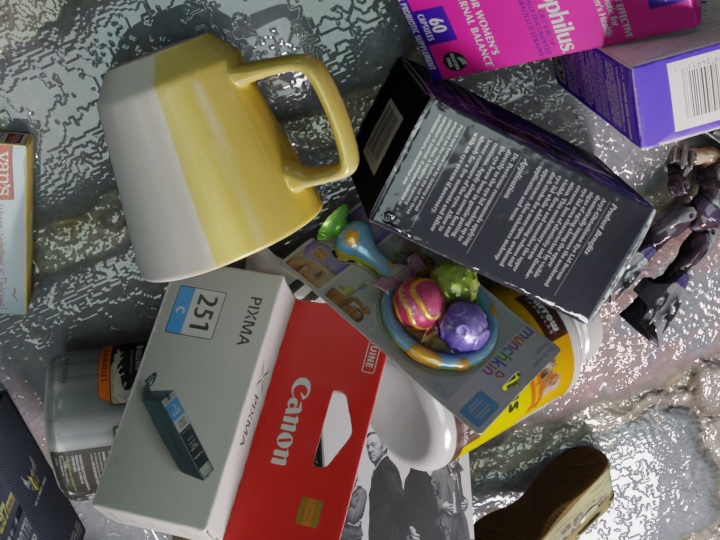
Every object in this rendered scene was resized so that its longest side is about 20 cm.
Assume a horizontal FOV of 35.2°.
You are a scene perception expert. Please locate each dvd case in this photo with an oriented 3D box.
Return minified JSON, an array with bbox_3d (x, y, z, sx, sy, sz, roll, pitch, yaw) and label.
[{"bbox_3d":[0.027,0.147,0.948,0.149,0.025,0.202,-1,84,-33],"label":"dvd case"}]

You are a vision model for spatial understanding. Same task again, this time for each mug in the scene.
[{"bbox_3d":[-0.107,-0.099,0.853,0.185,0.149,0.154,-22,104,-3],"label":"mug"}]

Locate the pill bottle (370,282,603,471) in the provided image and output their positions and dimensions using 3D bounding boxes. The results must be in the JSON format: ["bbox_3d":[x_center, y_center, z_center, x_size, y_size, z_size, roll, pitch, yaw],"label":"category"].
[{"bbox_3d":[0.104,0.075,0.926,0.199,0.109,0.110,-24,117,-32],"label":"pill bottle"}]

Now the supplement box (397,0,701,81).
[{"bbox_3d":[0.131,-0.219,0.795,0.198,0.104,0.101,-9,134,26],"label":"supplement box"}]

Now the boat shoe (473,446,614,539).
[{"bbox_3d":[0.158,0.244,1.028,0.199,0.073,0.063,-35,121,-17],"label":"boat shoe"}]

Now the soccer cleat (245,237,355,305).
[{"bbox_3d":[0.000,0.000,0.940,0.198,0.069,0.086,-7,84,-13],"label":"soccer cleat"}]

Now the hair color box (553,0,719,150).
[{"bbox_3d":[0.218,-0.155,0.832,0.108,0.200,0.065,-15,115,-1],"label":"hair color box"}]

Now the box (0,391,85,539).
[{"bbox_3d":[-0.293,0.215,0.914,0.051,0.200,0.159,-20,112,6],"label":"box"}]

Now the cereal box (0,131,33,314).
[{"bbox_3d":[-0.359,-0.041,0.890,0.198,0.040,0.145,4,111,-9],"label":"cereal box"}]

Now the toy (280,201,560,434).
[{"bbox_3d":[0.050,0.017,0.855,0.200,0.115,0.047,38,141,18],"label":"toy"}]

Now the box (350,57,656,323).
[{"bbox_3d":[0.103,-0.065,0.883,0.199,0.148,0.105,23,107,-17],"label":"box"}]

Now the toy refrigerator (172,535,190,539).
[{"bbox_3d":[-0.063,0.204,1.007,0.199,0.076,0.070,-28,113,4],"label":"toy refrigerator"}]

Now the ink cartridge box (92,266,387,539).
[{"bbox_3d":[-0.082,0.100,0.837,0.175,0.202,0.045,9,157,16],"label":"ink cartridge box"}]

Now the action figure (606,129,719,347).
[{"bbox_3d":[0.285,-0.038,0.961,0.130,0.069,0.200,38,99,-10],"label":"action figure"}]

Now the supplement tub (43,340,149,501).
[{"bbox_3d":[-0.150,0.116,0.935,0.198,0.123,0.124,-7,113,-5],"label":"supplement tub"}]
